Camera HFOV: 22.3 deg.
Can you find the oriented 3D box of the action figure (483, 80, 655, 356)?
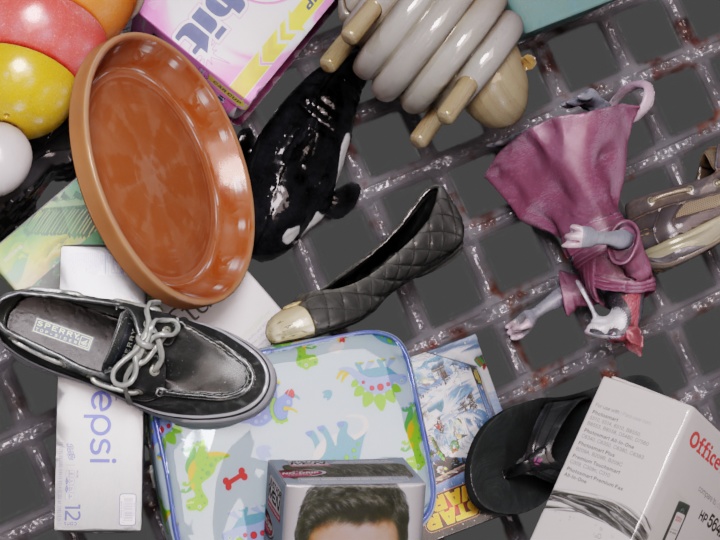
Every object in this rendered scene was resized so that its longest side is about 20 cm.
[{"bbox_3d":[0.181,-0.027,1.421,0.148,0.134,0.202,-21,82,-33],"label":"action figure"}]

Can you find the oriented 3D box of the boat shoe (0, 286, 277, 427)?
[{"bbox_3d":[-0.153,0.052,1.238,0.197,0.068,0.074,21,78,2],"label":"boat shoe"}]

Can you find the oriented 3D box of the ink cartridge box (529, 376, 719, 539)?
[{"bbox_3d":[0.201,0.201,1.346,0.146,0.084,0.201,38,75,-48],"label":"ink cartridge box"}]

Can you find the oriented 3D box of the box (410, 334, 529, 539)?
[{"bbox_3d":[0.017,0.146,1.383,0.198,0.040,0.138,-18,83,-13],"label":"box"}]

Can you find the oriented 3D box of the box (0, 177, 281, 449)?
[{"bbox_3d":[-0.163,0.019,1.371,0.144,0.036,0.200,-42,89,-14],"label":"box"}]

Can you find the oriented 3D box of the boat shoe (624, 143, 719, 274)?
[{"bbox_3d":[0.300,-0.069,1.458,0.199,0.074,0.074,-27,86,-15],"label":"boat shoe"}]

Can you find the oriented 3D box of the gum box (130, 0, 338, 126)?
[{"bbox_3d":[-0.079,-0.221,1.412,0.113,0.066,0.201,38,76,-1],"label":"gum box"}]

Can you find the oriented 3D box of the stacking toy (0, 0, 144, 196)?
[{"bbox_3d":[-0.239,-0.145,1.287,0.145,0.146,0.202,14,63,-8],"label":"stacking toy"}]

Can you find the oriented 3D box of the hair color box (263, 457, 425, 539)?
[{"bbox_3d":[-0.016,0.233,1.248,0.098,0.061,0.202,1,101,-15],"label":"hair color box"}]

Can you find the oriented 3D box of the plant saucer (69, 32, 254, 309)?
[{"bbox_3d":[-0.144,-0.069,1.302,0.032,0.200,0.202,-18,83,27],"label":"plant saucer"}]

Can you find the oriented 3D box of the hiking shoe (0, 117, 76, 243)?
[{"bbox_3d":[-0.279,-0.083,1.355,0.101,0.076,0.200,46,66,8],"label":"hiking shoe"}]

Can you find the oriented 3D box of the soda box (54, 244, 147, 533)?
[{"bbox_3d":[-0.185,0.086,1.305,0.063,0.068,0.202,1,82,-7],"label":"soda box"}]

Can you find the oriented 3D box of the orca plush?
[{"bbox_3d":[-0.028,-0.100,1.400,0.105,0.071,0.200,45,75,-1],"label":"orca plush"}]

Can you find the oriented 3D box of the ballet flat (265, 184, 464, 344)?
[{"bbox_3d":[0.000,0.000,1.376,0.199,0.066,0.057,-33,108,-35],"label":"ballet flat"}]

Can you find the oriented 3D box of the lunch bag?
[{"bbox_3d":[-0.051,0.135,1.309,0.198,0.082,0.163,-11,81,-11],"label":"lunch bag"}]

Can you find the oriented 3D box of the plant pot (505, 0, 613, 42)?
[{"bbox_3d":[0.119,-0.286,1.430,0.140,0.141,0.202,-21,92,-14],"label":"plant pot"}]

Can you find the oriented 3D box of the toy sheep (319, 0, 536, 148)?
[{"bbox_3d":[0.046,-0.180,1.361,0.200,0.138,0.138,41,75,-8],"label":"toy sheep"}]

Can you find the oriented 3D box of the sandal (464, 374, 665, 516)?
[{"bbox_3d":[0.161,0.124,1.383,0.199,0.048,0.076,-21,86,-31],"label":"sandal"}]
